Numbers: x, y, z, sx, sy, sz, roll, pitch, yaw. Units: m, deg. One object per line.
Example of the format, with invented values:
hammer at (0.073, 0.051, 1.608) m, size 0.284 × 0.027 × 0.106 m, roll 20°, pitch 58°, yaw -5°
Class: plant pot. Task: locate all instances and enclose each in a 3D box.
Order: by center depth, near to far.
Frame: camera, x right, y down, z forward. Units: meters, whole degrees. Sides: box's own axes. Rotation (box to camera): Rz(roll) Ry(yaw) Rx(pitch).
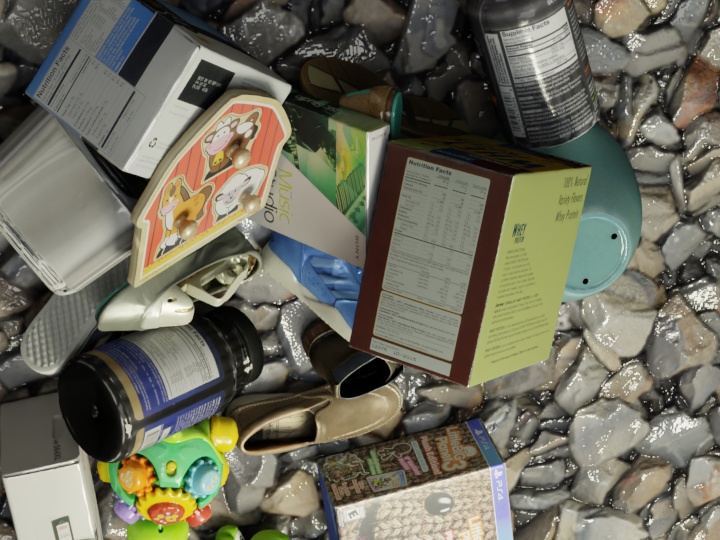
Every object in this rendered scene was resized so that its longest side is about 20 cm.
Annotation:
plant pot at (0.215, -0.046, 1.757) m, size 0.198 × 0.135 × 0.202 m, roll -7°, pitch 119°, yaw -13°

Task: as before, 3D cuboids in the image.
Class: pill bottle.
pill bottle at (0.167, -0.231, 1.667) m, size 0.105 × 0.106 × 0.201 m, roll -21°, pitch 120°, yaw -4°
pill bottle at (-0.197, 0.108, 1.698) m, size 0.199 × 0.111 × 0.113 m, roll -24°, pitch 127°, yaw -41°

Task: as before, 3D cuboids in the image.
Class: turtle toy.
turtle toy at (-0.209, 0.230, 1.788) m, size 0.144 × 0.102 × 0.201 m, roll 3°, pitch 142°, yaw -10°

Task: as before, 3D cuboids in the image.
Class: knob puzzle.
knob puzzle at (-0.128, -0.084, 1.537) m, size 0.219 × 0.030 × 0.220 m, roll -41°, pitch 159°, yaw -20°

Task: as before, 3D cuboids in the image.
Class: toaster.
toaster at (-0.274, -0.068, 1.611) m, size 0.129 × 0.114 × 0.201 m, roll -36°, pitch 103°, yaw 10°

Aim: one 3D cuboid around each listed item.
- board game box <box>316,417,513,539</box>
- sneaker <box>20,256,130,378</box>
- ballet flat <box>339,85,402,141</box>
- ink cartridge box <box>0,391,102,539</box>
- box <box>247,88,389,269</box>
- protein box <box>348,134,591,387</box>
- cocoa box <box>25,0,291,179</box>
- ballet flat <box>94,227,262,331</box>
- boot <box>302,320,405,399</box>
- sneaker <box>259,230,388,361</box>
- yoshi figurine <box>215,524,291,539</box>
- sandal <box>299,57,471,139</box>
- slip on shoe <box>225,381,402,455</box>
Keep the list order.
board game box at (0.064, 0.280, 1.905) m, size 0.198 × 0.097 × 0.161 m, roll -14°, pitch 119°, yaw -8°
sneaker at (-0.261, 0.024, 1.700) m, size 0.200 × 0.078 × 0.079 m, roll -48°, pitch 163°, yaw -3°
ballet flat at (0.007, -0.094, 1.646) m, size 0.072 × 0.068 × 0.201 m, roll 7°, pitch 132°, yaw 14°
ink cartridge box at (-0.319, 0.249, 1.755) m, size 0.083 × 0.146 × 0.202 m, roll -11°, pitch 118°, yaw -8°
box at (-0.055, -0.099, 1.629) m, size 0.036 × 0.199 × 0.146 m, roll -27°, pitch 128°, yaw -42°
protein box at (0.107, -0.016, 1.615) m, size 0.198 × 0.134 × 0.202 m, roll -11°, pitch 115°, yaw -61°
cocoa box at (-0.180, -0.165, 1.530) m, size 0.134 × 0.131 × 0.200 m, roll -56°, pitch 160°, yaw 8°
ballet flat at (-0.173, 0.018, 1.668) m, size 0.199 × 0.064 × 0.068 m, roll -33°, pitch 157°, yaw -41°
boot at (0.044, 0.084, 1.797) m, size 0.198 × 0.097 × 0.075 m, roll -16°, pitch 126°, yaw -7°
sneaker at (-0.001, 0.000, 1.713) m, size 0.199 × 0.077 × 0.112 m, roll 38°, pitch 112°, yaw 14°
yoshi figurine at (-0.097, 0.370, 1.910) m, size 0.111 × 0.112 × 0.201 m, roll -33°, pitch 119°, yaw -16°
sandal at (0.023, -0.152, 1.695) m, size 0.198 × 0.081 × 0.054 m, roll 18°, pitch 132°, yaw -27°
slip on shoe at (-0.047, 0.162, 1.835) m, size 0.198 × 0.061 × 0.077 m, roll -4°, pitch 117°, yaw -13°
